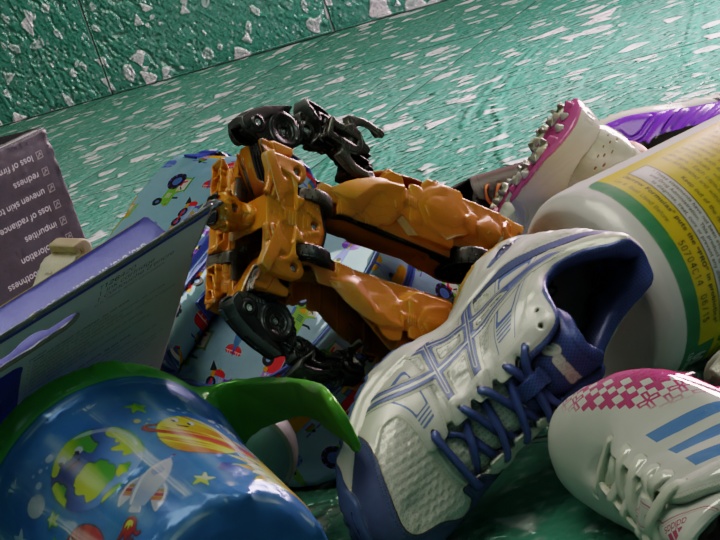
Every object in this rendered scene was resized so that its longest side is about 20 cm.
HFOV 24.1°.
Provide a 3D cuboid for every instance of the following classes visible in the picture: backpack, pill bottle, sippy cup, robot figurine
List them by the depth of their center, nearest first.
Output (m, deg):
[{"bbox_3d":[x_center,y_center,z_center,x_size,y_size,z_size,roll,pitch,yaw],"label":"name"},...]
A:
[{"bbox_3d":[-0.083,0.120,0.716,0.139,0.179,0.130,22,-1,-37],"label":"sippy cup"},{"bbox_3d":[0.000,0.000,0.838,0.199,0.146,0.058,19,-29,-36],"label":"robot figurine"},{"bbox_3d":[0.197,-0.024,0.911,0.199,0.113,0.113,-26,15,-27],"label":"pill bottle"},{"bbox_3d":[-0.047,0.025,0.952,0.200,0.135,0.183,11,56,48],"label":"backpack"}]

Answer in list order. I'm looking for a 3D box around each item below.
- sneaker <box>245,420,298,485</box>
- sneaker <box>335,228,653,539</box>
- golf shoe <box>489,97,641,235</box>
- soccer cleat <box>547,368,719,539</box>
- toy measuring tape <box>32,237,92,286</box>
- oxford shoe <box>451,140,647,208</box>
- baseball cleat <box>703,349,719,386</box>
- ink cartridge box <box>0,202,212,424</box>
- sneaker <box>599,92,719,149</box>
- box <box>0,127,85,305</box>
[{"bbox_3d":[-0.116,0.135,0.812,0.199,0.074,0.082,-31,15,-1],"label":"sneaker"},{"bbox_3d":[0.063,0.049,0.780,0.088,0.075,0.200,-14,35,53],"label":"sneaker"},{"bbox_3d":[0.125,-0.027,1.068,0.076,0.091,0.200,-63,2,-26],"label":"golf shoe"},{"bbox_3d":[0.130,0.084,0.669,0.086,0.070,0.200,-27,16,-33],"label":"soccer cleat"},{"bbox_3d":[-0.171,0.085,0.922,0.073,0.201,0.074,15,-16,4],"label":"toy measuring tape"},{"bbox_3d":[0.120,-0.044,1.160,0.072,0.072,0.200,-9,-5,-37],"label":"oxford shoe"},{"bbox_3d":[0.212,0.022,0.699,0.106,0.070,0.200,-34,0,-18],"label":"baseball cleat"},{"bbox_3d":[-0.167,0.057,0.767,0.197,0.047,0.200,-34,-19,-31],"label":"ink cartridge box"},{"bbox_3d":[0.231,-0.080,1.176,0.199,0.070,0.100,-19,16,2],"label":"sneaker"},{"bbox_3d":[-0.284,0.033,1.148,0.124,0.197,0.200,-8,17,41],"label":"box"}]
